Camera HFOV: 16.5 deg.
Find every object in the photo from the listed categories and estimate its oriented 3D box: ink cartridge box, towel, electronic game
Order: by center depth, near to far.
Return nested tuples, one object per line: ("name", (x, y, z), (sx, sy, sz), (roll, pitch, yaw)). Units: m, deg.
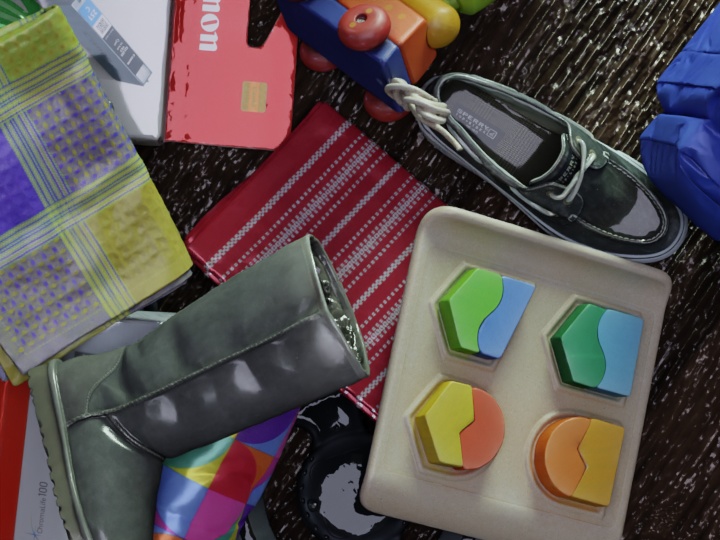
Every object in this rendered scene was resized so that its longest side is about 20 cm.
("towel", (-0.199, -0.045, 1.512), (0.144, 0.023, 0.200), (-28, 107, -12))
("ink cartridge box", (-0.191, 0.104, 1.567), (0.200, 0.047, 0.160), (3, 99, -26))
("towel", (0.000, 0.000, 1.618), (0.200, 0.022, 0.145), (41, 75, 5))
("electronic game", (-0.002, 0.145, 1.619), (0.200, 0.042, 0.200), (1, 80, -3))
("ink cartridge box", (-0.127, -0.182, 1.630), (0.176, 0.045, 0.200), (4, 88, 0))

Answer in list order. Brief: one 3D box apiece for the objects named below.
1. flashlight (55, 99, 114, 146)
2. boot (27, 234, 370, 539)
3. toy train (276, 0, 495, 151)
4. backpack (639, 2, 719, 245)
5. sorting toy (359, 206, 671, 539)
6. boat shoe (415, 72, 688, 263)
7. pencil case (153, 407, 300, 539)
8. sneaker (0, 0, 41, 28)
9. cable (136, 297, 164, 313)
("flashlight", (-0.257, -0.118, 1.584), (0.200, 0.068, 0.068), (25, 96, 16))
("boot", (-0.087, 0.093, 1.477), (0.200, 0.073, 0.182), (-19, 76, 5))
("toy train", (0.043, -0.154, 1.578), (0.116, 0.085, 0.200), (-39, 51, -14))
("backpack", (0.292, -0.073, 1.581), (0.200, 0.163, 0.168), (38, 95, -12))
("sorting toy", (0.105, 0.076, 1.593), (0.185, 0.036, 0.200), (16, 83, -21))
("boat shoe", (0.123, -0.064, 1.616), (0.200, 0.071, 0.072), (27, 87, -1))
("pencil case", (-0.083, 0.105, 1.547), (0.088, 0.088, 0.200), (29, 89, 0))
("sneaker", (-0.250, -0.223, 1.587), (0.084, 0.074, 0.200), (-39, 71, 30))
("cable", (-0.219, -0.006, 1.624), (0.200, 0.051, 0.163), (-14, 83, 3))
